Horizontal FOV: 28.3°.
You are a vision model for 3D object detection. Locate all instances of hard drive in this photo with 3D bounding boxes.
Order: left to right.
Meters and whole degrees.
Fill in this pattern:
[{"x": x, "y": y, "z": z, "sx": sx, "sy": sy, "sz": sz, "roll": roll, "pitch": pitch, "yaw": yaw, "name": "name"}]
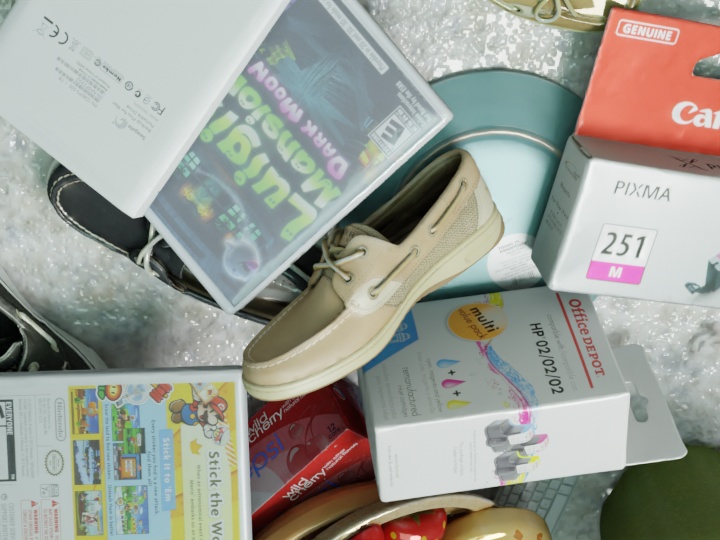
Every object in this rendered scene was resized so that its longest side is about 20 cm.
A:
[{"x": -0.125, "y": -0.151, "z": 0.831, "sx": 0.131, "sy": 0.026, "sz": 0.201, "roll": 37, "pitch": 99, "yaw": 4, "name": "hard drive"}]

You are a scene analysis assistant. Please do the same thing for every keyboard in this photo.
[{"x": 0.132, "y": 0.146, "z": 1.029, "sx": 0.056, "sy": 0.011, "sz": 0.202, "roll": 17, "pitch": 111, "yaw": -11, "name": "keyboard"}]

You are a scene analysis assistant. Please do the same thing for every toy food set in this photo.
[{"x": 0.022, "y": 0.223, "z": 0.961, "sx": 0.199, "sy": 0.049, "sz": 0.199, "roll": 10, "pitch": 125, "yaw": -40, "name": "toy food set"}]

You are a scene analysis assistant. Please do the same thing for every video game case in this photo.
[{"x": -0.159, "y": 0.163, "z": 0.898, "sx": 0.180, "sy": 0.023, "sz": 0.202, "roll": -2, "pitch": 94, "yaw": 0, "name": "video game case"}, {"x": -0.075, "y": -0.107, "z": 0.852, "sx": 0.182, "sy": 0.023, "sz": 0.200, "roll": -41, "pitch": 89, "yaw": 10, "name": "video game case"}]

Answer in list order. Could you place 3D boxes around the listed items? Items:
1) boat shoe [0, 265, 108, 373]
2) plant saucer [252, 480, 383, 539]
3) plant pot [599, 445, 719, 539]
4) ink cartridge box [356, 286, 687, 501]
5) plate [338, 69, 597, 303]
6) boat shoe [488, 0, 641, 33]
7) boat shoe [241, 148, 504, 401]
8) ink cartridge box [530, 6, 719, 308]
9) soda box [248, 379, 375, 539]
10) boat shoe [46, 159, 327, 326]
[{"x": -0.230, "y": 0.057, "z": 0.932, "sx": 0.070, "sy": 0.064, "sz": 0.200, "roll": -35, "pitch": 112, "yaw": 11, "name": "boat shoe"}, {"x": -0.016, "y": 0.212, "z": 0.992, "sx": 0.198, "sy": 0.038, "sz": 0.201, "roll": -18, "pitch": 138, "yaw": -17, "name": "plant saucer"}, {"x": 0.240, "y": 0.219, "z": 0.971, "sx": 0.198, "sy": 0.190, "sz": 0.202, "roll": -2, "pitch": 114, "yaw": -4, "name": "plant pot"}, {"x": 0.100, "y": 0.072, "z": 0.912, "sx": 0.198, "sy": 0.116, "sz": 0.068, "roll": -7, "pitch": 128, "yaw": -4, "name": "ink cartridge box"}, {"x": 0.085, "y": -0.031, "z": 0.940, "sx": 0.198, "sy": 0.026, "sz": 0.202, "roll": -2, "pitch": 113, "yaw": -4, "name": "plate"}, {"x": 0.083, "y": -0.196, "z": 0.846, "sx": 0.199, "sy": 0.063, "sz": 0.074, "roll": 29, "pitch": 109, "yaw": -15, "name": "boat shoe"}, {"x": 0.000, "y": 0.000, "z": 0.864, "sx": 0.200, "sy": 0.071, "sz": 0.065, "roll": -40, "pitch": 123, "yaw": -23, "name": "boat shoe"}, {"x": 0.226, "y": -0.063, "z": 0.908, "sx": 0.198, "sy": 0.044, "sz": 0.175, "roll": 6, "pitch": 117, "yaw": -17, "name": "ink cartridge box"}, {"x": -0.073, "y": 0.157, "z": 0.977, "sx": 0.200, "sy": 0.064, "sz": 0.070, "roll": -43, "pitch": 140, "yaw": 13, "name": "soda box"}, {"x": -0.107, "y": -0.016, "z": 0.906, "sx": 0.199, "sy": 0.061, "sz": 0.074, "roll": 25, "pitch": 126, "yaw": -14, "name": "boat shoe"}]
